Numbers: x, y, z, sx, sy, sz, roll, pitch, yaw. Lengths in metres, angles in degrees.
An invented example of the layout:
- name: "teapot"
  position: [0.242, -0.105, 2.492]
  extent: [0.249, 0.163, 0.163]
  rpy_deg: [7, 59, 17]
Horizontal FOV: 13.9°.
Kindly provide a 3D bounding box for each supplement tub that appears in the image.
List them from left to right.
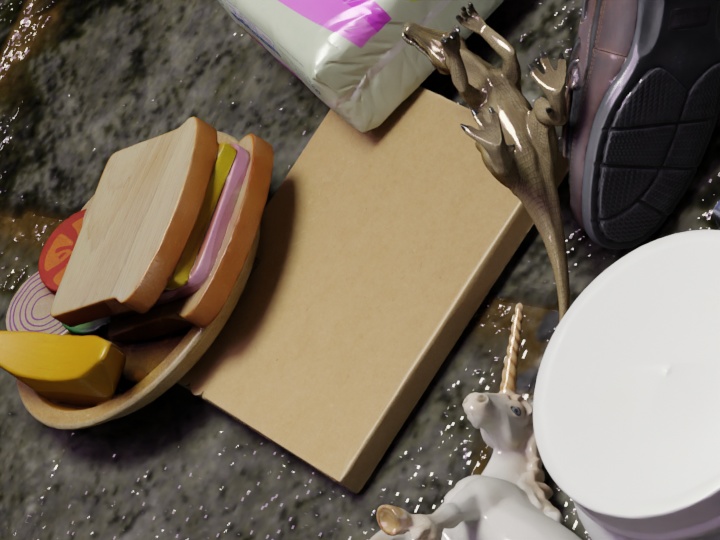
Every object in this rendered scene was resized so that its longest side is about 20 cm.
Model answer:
- name: "supplement tub"
  position: [0.173, 0.083, 1.188]
  extent: [0.144, 0.200, 0.145]
  rpy_deg: [-21, 51, 28]

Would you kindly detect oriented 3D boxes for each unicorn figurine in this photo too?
- name: "unicorn figurine"
  position: [0.068, 0.119, 1.331]
  extent: [0.200, 0.137, 0.074]
  rpy_deg: [52, 128, 25]

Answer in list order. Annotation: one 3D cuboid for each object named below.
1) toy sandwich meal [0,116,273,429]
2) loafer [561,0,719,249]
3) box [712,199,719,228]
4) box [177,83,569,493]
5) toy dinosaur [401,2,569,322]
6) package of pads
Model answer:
- name: "toy sandwich meal"
  position: [-0.130, -0.006, 1.578]
  extent: [0.205, 0.070, 0.205]
  rpy_deg: [-32, 39, 30]
- name: "loafer"
  position: [0.134, -0.112, 1.408]
  extent: [0.063, 0.072, 0.200]
  rpy_deg: [37, 122, 50]
- name: "box"
  position: [0.272, -0.058, 1.256]
  extent: [0.148, 0.104, 0.200]
  rpy_deg: [27, 82, 38]
- name: "box"
  position: [0.000, 0.000, 1.520]
  extent: [0.163, 0.021, 0.200]
  rpy_deg: [28, 82, 47]
- name: "toy dinosaur"
  position: [0.077, -0.058, 1.417]
  extent: [0.058, 0.101, 0.200]
  rpy_deg: [-21, 63, -4]
- name: "package of pads"
  position: [0.023, -0.186, 1.577]
  extent: [0.200, 0.068, 0.155]
  rpy_deg: [-44, 40, -2]
